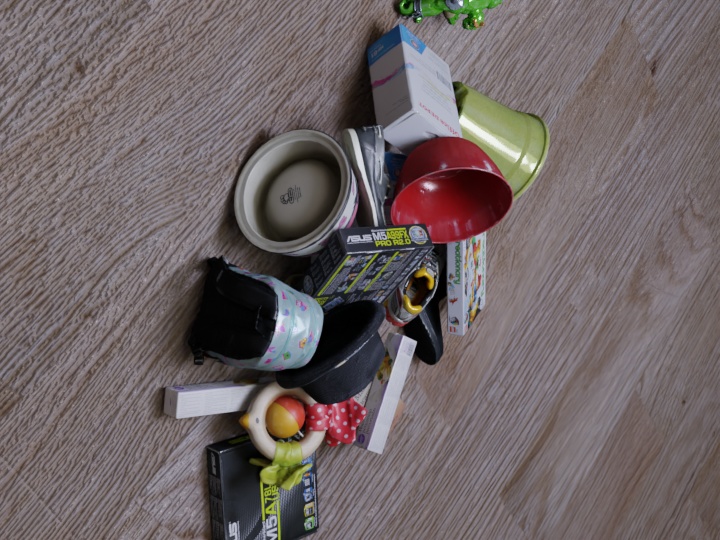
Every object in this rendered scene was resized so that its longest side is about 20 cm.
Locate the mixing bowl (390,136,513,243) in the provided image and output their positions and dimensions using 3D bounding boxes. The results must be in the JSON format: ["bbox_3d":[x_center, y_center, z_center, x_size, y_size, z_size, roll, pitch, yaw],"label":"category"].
[{"bbox_3d":[0.139,-0.144,1.477,0.199,0.199,0.109,27,43,-42],"label":"mixing bowl"}]

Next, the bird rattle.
[{"bbox_3d":[-0.096,0.242,1.419,0.200,0.113,0.163,-44,102,-14],"label":"bird rattle"}]

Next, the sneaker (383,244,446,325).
[{"bbox_3d":[0.113,0.005,1.589,0.077,0.082,0.202,32,65,-16],"label":"sneaker"}]

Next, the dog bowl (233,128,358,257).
[{"bbox_3d":[-0.091,-0.110,1.390,0.074,0.198,0.202,38,70,-60],"label":"dog bowl"}]

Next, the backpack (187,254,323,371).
[{"bbox_3d":[-0.153,0.072,1.348,0.126,0.199,0.169,10,90,-43],"label":"backpack"}]

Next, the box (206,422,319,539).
[{"bbox_3d":[-0.157,0.361,1.496,0.192,0.047,0.203,-10,103,-43],"label":"box"}]

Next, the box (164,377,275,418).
[{"bbox_3d":[-0.209,0.196,1.415,0.198,0.038,0.042,-1,98,-43],"label":"box"}]

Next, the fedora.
[{"bbox_3d":[-0.031,0.136,1.398,0.201,0.200,0.092,-44,114,-28],"label":"fedora"}]

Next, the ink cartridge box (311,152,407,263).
[{"bbox_3d":[0.002,-0.100,1.531,0.143,0.084,0.203,2,97,-41],"label":"ink cartridge box"}]

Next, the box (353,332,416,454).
[{"bbox_3d":[0.042,0.206,1.541,0.041,0.038,0.202,25,79,-42],"label":"box"}]

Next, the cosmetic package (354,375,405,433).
[{"bbox_3d":[-0.019,0.206,1.570,0.104,0.087,0.200,-55,128,-20],"label":"cosmetic package"}]

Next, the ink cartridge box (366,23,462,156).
[{"bbox_3d":[0.092,-0.288,1.532,0.144,0.084,0.202,30,42,-41],"label":"ink cartridge box"}]

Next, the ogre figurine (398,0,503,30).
[{"bbox_3d":[0.171,-0.478,1.613,0.198,0.119,0.100,5,94,-42],"label":"ogre figurine"}]

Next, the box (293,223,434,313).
[{"bbox_3d":[0.000,0.000,1.418,0.159,0.200,0.045,-5,63,-30],"label":"box"}]

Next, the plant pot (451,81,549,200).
[{"bbox_3d":[0.209,-0.242,1.657,0.183,0.200,0.202,29,77,-30],"label":"plant pot"}]

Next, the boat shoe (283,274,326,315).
[{"bbox_3d":[-0.059,0.057,1.539,0.199,0.063,0.074,21,88,-36],"label":"boat shoe"}]

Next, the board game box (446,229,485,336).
[{"bbox_3d":[0.191,-0.001,1.637,0.126,0.034,0.202,-45,138,-53],"label":"board game box"}]

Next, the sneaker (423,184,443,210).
[{"bbox_3d":[0.135,-0.127,1.593,0.200,0.083,0.078,-41,121,17],"label":"sneaker"}]

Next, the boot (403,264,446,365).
[{"bbox_3d":[0.153,0.054,1.711,0.167,0.076,0.202,-32,112,-30],"label":"boot"}]

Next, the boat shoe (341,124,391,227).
[{"bbox_3d":[0.023,-0.127,1.428,0.067,0.072,0.203,-16,104,-23],"label":"boat shoe"}]
